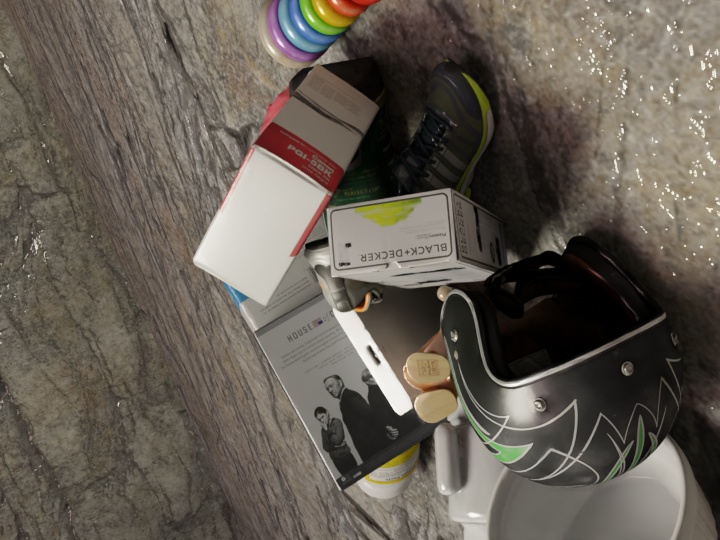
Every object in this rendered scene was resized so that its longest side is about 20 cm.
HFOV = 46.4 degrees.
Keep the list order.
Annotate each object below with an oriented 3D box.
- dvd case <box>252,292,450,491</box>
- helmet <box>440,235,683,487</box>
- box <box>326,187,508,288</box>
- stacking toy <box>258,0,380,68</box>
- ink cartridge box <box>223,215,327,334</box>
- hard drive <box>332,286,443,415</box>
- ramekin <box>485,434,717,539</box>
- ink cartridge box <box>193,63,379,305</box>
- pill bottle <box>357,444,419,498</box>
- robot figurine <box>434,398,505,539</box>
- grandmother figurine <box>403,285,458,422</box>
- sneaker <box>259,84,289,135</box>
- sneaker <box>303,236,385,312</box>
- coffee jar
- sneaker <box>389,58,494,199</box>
[{"bbox_3d":[-0.010,0.122,0.951,0.201,0.149,0.025,60,168,9],"label":"dvd case"},{"bbox_3d":[0.173,0.086,0.710,0.191,0.198,0.201,57,159,36],"label":"helmet"},{"bbox_3d":[0.060,-0.023,0.773,0.115,0.200,0.061,-7,84,22],"label":"box"},{"bbox_3d":[-0.029,-0.275,0.867,0.199,0.085,0.086,-6,112,58],"label":"stacking toy"},{"bbox_3d":[-0.056,0.056,1.019,0.201,0.144,0.084,57,167,9],"label":"ink cartridge box"},{"bbox_3d":[0.057,0.073,0.943,0.026,0.199,0.133,-37,81,28],"label":"hard drive"},{"bbox_3d":[0.223,0.237,0.766,0.105,0.201,0.199,44,166,-30],"label":"ramekin"},{"bbox_3d":[-0.066,-0.088,0.809,0.082,0.201,0.147,31,125,-6],"label":"ink cartridge box"},{"bbox_3d":[0.034,0.251,1.264,0.114,0.114,0.201,43,151,34],"label":"pill bottle"},{"bbox_3d":[0.149,0.204,0.906,0.112,0.168,0.203,-18,66,53],"label":"robot figurine"},{"bbox_3d":[0.098,0.072,0.872,0.060,0.200,0.123,2,107,20],"label":"grandmother figurine"},{"bbox_3d":[-0.076,-0.200,1.043,0.199,0.073,0.088,-18,69,55],"label":"sneaker"},{"bbox_3d":[0.000,0.000,0.866,0.200,0.073,0.080,-15,-89,-70],"label":"sneaker"},{"bbox_3d":[-0.009,-0.132,0.937,0.103,0.086,0.202,-4,120,20],"label":"coffee jar"},{"bbox_3d":[0.073,-0.114,0.819,0.074,0.080,0.201,46,152,29],"label":"sneaker"}]
